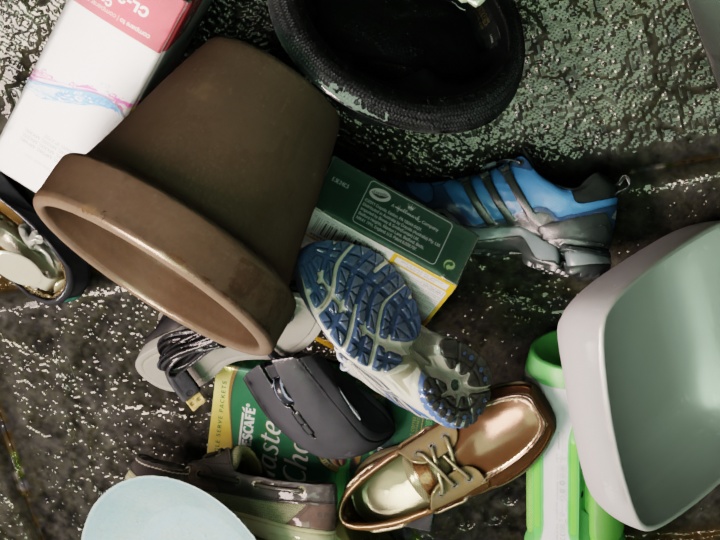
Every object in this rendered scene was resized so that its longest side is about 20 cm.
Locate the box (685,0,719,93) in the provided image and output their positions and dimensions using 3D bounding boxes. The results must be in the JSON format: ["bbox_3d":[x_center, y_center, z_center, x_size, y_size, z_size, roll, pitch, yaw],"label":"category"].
[{"bbox_3d":[0.298,-0.223,1.508,0.148,0.125,0.201,-16,112,19],"label":"box"}]

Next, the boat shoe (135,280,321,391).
[{"bbox_3d":[-0.099,0.039,1.707,0.074,0.061,0.199,36,140,-25],"label":"boat shoe"}]

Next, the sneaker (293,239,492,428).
[{"bbox_3d":[0.007,0.052,1.626,0.085,0.077,0.200,2,142,51],"label":"sneaker"}]

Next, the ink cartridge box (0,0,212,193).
[{"bbox_3d":[-0.184,-0.161,1.618,0.082,0.146,0.201,31,117,-3],"label":"ink cartridge box"}]

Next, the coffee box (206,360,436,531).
[{"bbox_3d":[-0.027,0.137,1.786,0.198,0.044,0.124,13,118,5],"label":"coffee box"}]

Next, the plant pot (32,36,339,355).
[{"bbox_3d":[-0.103,-0.064,1.533,0.200,0.200,0.175,34,79,-6],"label":"plant pot"}]

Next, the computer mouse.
[{"bbox_3d":[-0.071,0.105,1.692,0.140,0.046,0.200,-16,137,27],"label":"computer mouse"}]

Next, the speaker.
[{"bbox_3d":[0.171,0.152,1.732,0.088,0.089,0.202,2,115,10],"label":"speaker"}]

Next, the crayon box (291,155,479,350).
[{"bbox_3d":[0.000,0.000,1.675,0.125,0.052,0.200,28,152,-3],"label":"crayon box"}]

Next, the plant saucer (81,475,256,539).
[{"bbox_3d":[-0.134,0.250,1.728,0.200,0.039,0.203,12,114,28],"label":"plant saucer"}]

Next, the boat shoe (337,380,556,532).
[{"bbox_3d":[0.064,0.155,1.693,0.199,0.074,0.076,-34,88,30],"label":"boat shoe"}]

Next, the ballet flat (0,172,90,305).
[{"bbox_3d":[-0.302,-0.041,1.742,0.200,0.073,0.073,41,116,-9],"label":"ballet flat"}]

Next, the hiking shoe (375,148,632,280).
[{"bbox_3d":[0.104,-0.053,1.669,0.198,0.074,0.087,14,88,11],"label":"hiking shoe"}]

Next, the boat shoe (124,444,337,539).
[{"bbox_3d":[-0.100,0.174,1.753,0.200,0.072,0.067,15,90,32],"label":"boat shoe"}]

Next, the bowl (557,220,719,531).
[{"bbox_3d":[0.221,0.075,1.640,0.074,0.200,0.201,6,117,42],"label":"bowl"}]

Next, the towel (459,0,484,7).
[{"bbox_3d":[0.054,-0.307,1.550,0.200,0.023,0.153,40,102,-2],"label":"towel"}]

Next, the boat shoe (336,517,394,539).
[{"bbox_3d":[0.027,0.294,1.837,0.063,0.073,0.201,-31,103,30],"label":"boat shoe"}]

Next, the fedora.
[{"bbox_3d":[0.017,-0.165,1.591,0.200,0.201,0.092,30,147,-4],"label":"fedora"}]
